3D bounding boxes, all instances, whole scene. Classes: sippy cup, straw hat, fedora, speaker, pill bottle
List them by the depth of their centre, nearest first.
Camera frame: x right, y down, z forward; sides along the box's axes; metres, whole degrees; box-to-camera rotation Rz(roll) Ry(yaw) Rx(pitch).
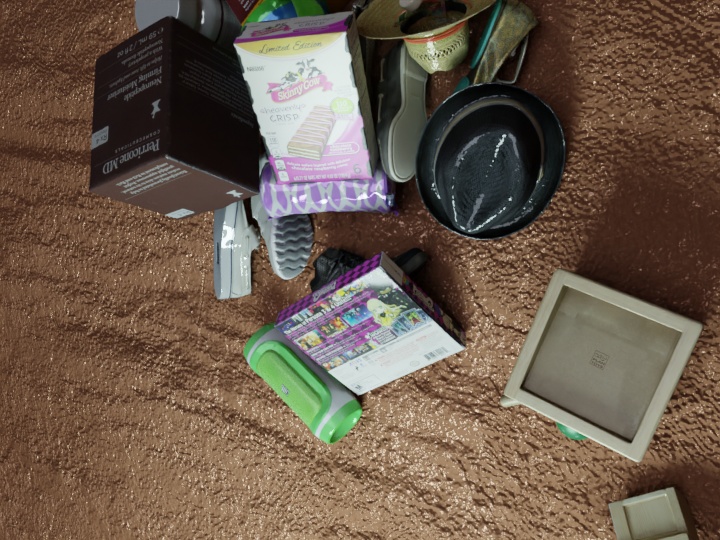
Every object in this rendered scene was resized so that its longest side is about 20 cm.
[{"bbox_3d":[0.148,-0.116,0.771,0.200,0.092,0.201,7,117,14],"label":"fedora"},{"bbox_3d":[0.095,-0.294,0.801,0.201,0.201,0.085,8,136,32],"label":"straw hat"},{"bbox_3d":[-0.076,-0.284,0.879,0.140,0.178,0.131,-37,74,17],"label":"sippy cup"},{"bbox_3d":[-0.221,-0.362,0.951,0.109,0.200,0.110,4,98,33],"label":"pill bottle"},{"bbox_3d":[-0.091,0.172,1.005,0.200,0.088,0.089,41,116,22],"label":"speaker"}]

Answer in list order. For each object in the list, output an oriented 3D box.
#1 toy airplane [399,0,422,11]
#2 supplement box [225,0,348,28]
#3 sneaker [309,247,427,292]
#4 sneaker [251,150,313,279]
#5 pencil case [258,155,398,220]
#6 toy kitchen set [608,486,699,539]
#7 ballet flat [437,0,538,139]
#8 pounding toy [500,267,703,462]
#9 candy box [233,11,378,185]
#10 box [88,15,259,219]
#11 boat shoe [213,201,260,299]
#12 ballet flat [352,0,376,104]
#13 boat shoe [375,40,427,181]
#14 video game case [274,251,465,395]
[{"bbox_3d":[0.093,-0.426,0.771,0.199,0.141,0.200,-37,54,16],"label":"toy airplane"},{"bbox_3d":[-0.106,-0.461,0.904,0.197,0.133,0.200,-41,75,30],"label":"supplement box"},{"bbox_3d":[0.000,0.000,0.928,0.199,0.076,0.114,-33,84,37],"label":"sneaker"},{"bbox_3d":[-0.130,-0.085,1.018,0.082,0.075,0.201,-11,86,51],"label":"sneaker"},{"bbox_3d":[-0.042,-0.115,0.913,0.199,0.084,0.086,2,132,15],"label":"pencil case"},{"bbox_3d":[0.347,0.397,0.757,0.163,0.180,0.200,-29,41,29],"label":"toy kitchen set"},{"bbox_3d":[0.156,-0.235,0.810,0.071,0.071,0.200,38,117,23],"label":"ballet flat"},{"bbox_3d":[0.263,0.116,0.754,0.184,0.142,0.200,25,98,28],"label":"pounding toy"},{"bbox_3d":[-0.060,-0.205,0.802,0.136,0.061,0.200,-2,132,13],"label":"candy box"},{"bbox_3d":[-0.252,-0.199,0.892,0.166,0.164,0.201,-13,72,33],"label":"box"},{"bbox_3d":[-0.199,-0.050,1.058,0.071,0.070,0.201,30,120,59],"label":"boat shoe"},{"bbox_3d":[-0.006,-0.293,0.913,0.067,0.046,0.201,24,109,29],"label":"ballet flat"},{"bbox_3d":[0.051,-0.209,0.862,0.057,0.067,0.201,-7,72,50],"label":"boat shoe"},{"bbox_3d":[0.013,0.082,0.894,0.200,0.036,0.181,-31,120,32],"label":"video game case"}]
